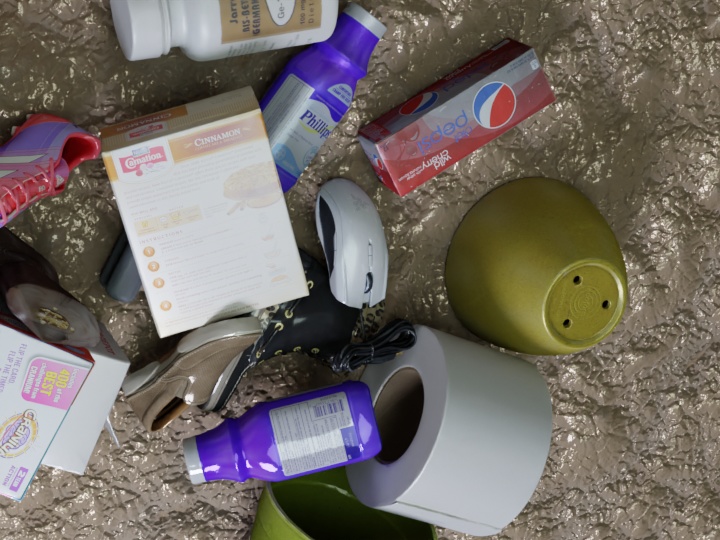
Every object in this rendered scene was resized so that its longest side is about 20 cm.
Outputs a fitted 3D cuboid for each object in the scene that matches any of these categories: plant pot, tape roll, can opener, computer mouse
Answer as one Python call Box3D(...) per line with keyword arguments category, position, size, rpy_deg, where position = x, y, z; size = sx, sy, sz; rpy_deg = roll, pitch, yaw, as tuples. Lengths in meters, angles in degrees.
Box3D(category="plant pot", position=(0.211, 0.014, 1.714), size=(0.199, 0.142, 0.201), rpy_deg=(-7, 112, -19))
Box3D(category="tape roll", position=(0.092, 0.172, 1.689), size=(0.139, 0.203, 0.203), rpy_deg=(19, 101, -27))
Box3D(category="plant pot", position=(-0.047, 0.332, 1.711), size=(0.200, 0.201, 0.193), rpy_deg=(15, 115, -26))
Box3D(category="can opener", position=(-0.193, -0.058, 1.574), size=(0.066, 0.053, 0.200), rpy_deg=(29, 96, -29))
Box3D(category="computer mouse", position=(0.000, 0.000, 1.633), size=(0.109, 0.044, 0.201), rpy_deg=(-10, 88, -37))

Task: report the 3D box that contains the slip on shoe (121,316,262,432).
Box3D(category="slip on shoe", position=(-0.165, 0.104, 1.575), size=(0.076, 0.200, 0.061), rpy_deg=(-1, 67, -51))

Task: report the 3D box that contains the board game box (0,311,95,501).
Box3D(category="board game box", position=(-0.364, 0.105, 1.425), size=(0.200, 0.040, 0.153), rpy_deg=(27, 96, -27))

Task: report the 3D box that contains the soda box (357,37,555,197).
Box3D(category="soda box", position=(0.100, -0.161, 1.650), size=(0.200, 0.063, 0.070), rpy_deg=(-32, 116, -8))

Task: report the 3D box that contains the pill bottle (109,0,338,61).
Box3D(category="pill bottle", position=(-0.131, -0.259, 1.492), size=(0.199, 0.114, 0.115), rpy_deg=(-12, 113, -18))

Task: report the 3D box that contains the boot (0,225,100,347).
Box3D(category="boot", position=(-0.336, -0.003, 1.451), size=(0.186, 0.200, 0.064), rpy_deg=(31, 95, -28))

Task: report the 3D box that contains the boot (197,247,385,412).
Box3D(category="boot", position=(-0.074, 0.078, 1.663), size=(0.150, 0.073, 0.200), rpy_deg=(25, 92, -28))

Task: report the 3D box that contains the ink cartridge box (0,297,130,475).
Box3D(category="ink cartridge box", position=(-0.326, 0.103, 1.534), size=(0.200, 0.129, 0.126), rpy_deg=(20, 99, -27))

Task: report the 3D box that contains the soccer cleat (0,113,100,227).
Box3D(category="soccer cleat", position=(-0.313, -0.081, 1.445), size=(0.076, 0.200, 0.067), rpy_deg=(15, 128, 13))

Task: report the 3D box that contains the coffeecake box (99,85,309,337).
Box3D(category="coffeecake box", position=(-0.149, -0.056, 1.510), size=(0.153, 0.073, 0.201), rpy_deg=(-16, 116, -5))

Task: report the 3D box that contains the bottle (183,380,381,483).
Box3D(category="bottle", position=(-0.081, 0.174, 1.627), size=(0.199, 0.065, 0.084), rpy_deg=(-14, 93, -2))

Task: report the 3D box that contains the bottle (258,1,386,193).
Box3D(category="bottle", position=(-0.049, -0.175, 1.577), size=(0.200, 0.065, 0.084), rpy_deg=(-54, 151, 2))
